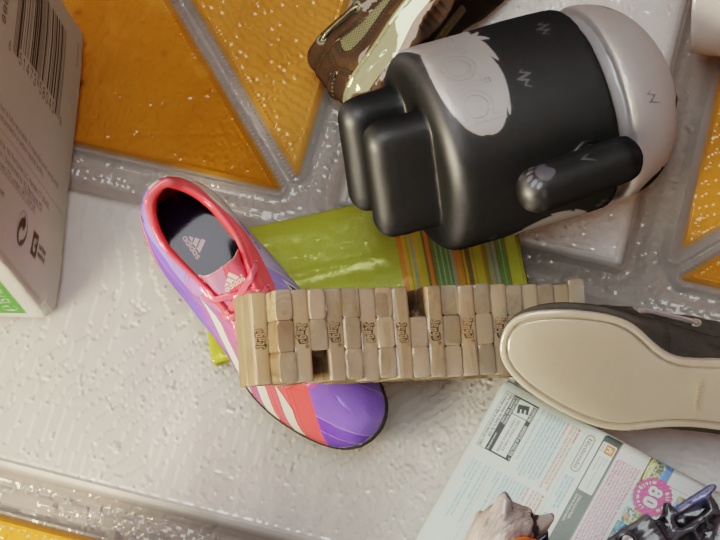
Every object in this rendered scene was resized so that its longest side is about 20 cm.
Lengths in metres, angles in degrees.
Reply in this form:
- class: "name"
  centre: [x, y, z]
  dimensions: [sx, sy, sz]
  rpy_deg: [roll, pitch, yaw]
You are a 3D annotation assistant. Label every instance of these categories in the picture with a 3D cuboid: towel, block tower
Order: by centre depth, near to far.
- class: "block tower"
  centre: [0.031, 0.037, 1.426]
  dimensions: [0.198, 0.054, 0.058]
  rpy_deg: [-3, 86, -18]
- class: "towel"
  centre: [0.000, 0.000, 1.508]
  dimensions: [0.198, 0.018, 0.087]
  rpy_deg: [-12, 67, 4]

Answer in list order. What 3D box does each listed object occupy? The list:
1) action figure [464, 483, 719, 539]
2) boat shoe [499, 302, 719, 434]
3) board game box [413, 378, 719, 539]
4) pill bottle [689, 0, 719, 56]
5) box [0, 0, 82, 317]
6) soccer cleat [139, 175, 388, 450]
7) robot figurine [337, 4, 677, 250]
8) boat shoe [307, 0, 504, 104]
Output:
- class: "action figure"
  centre: [0.133, 0.192, 1.315]
  dimensions: [0.200, 0.105, 0.194]
  rpy_deg: [-40, 76, -6]
- class: "boat shoe"
  centre: [0.173, 0.057, 1.419]
  dimensions: [0.198, 0.057, 0.067]
  rpy_deg: [12, 104, -7]
- class: "board game box"
  centre: [0.136, 0.175, 1.406]
  dimensions: [0.199, 0.064, 0.148]
  rpy_deg: [28, 78, 17]
- class: "pill bottle"
  centre: [0.299, -0.162, 1.469]
  dimensions: [0.198, 0.111, 0.112]
  rpy_deg: [6, 73, 9]
- class: "box"
  centre: [-0.277, -0.094, 1.478]
  dimensions: [0.170, 0.199, 0.202]
  rpy_deg: [1, 72, 9]
- class: "soccer cleat"
  centre: [-0.061, 0.025, 1.456]
  dimensions: [0.068, 0.073, 0.200]
  rpy_deg: [-40, 79, -3]
- class: "robot figurine"
  centre: [0.089, -0.082, 1.453]
  dimensions: [0.198, 0.125, 0.151]
  rpy_deg: [-17, 67, -16]
- class: "boat shoe"
  centre: [0.045, -0.187, 1.534]
  dimensions: [0.075, 0.075, 0.202]
  rpy_deg: [39, 81, 24]
